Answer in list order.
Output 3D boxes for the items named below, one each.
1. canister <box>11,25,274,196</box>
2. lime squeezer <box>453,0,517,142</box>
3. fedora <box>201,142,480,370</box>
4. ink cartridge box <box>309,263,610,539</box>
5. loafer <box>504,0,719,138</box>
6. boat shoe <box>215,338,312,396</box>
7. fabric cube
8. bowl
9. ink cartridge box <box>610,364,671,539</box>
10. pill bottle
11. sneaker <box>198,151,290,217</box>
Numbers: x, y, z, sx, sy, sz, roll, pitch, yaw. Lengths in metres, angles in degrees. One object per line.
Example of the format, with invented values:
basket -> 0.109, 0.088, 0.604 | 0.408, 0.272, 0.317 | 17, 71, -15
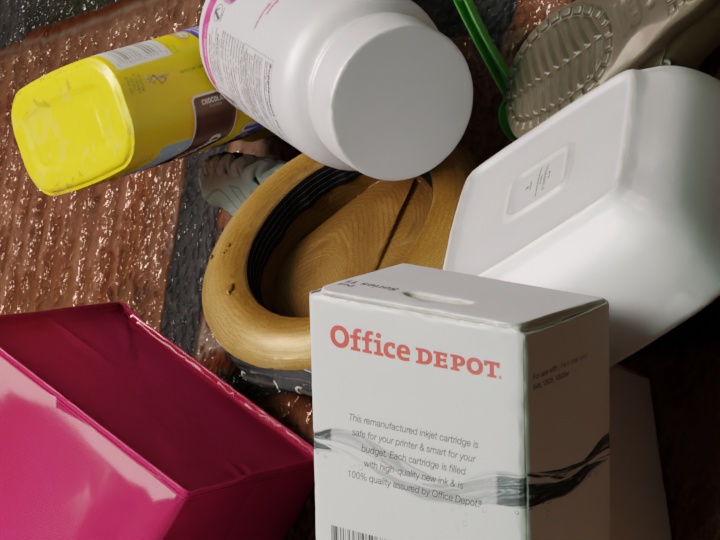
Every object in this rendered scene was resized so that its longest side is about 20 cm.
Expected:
canister -> -0.117, -0.118, 1.878 | 0.148, 0.199, 0.087 | -17, 93, 52
lime squeezer -> 0.095, -0.069, 1.697 | 0.037, 0.071, 0.202 | -9, 83, 25
fedora -> 0.000, 0.000, 1.741 | 0.199, 0.082, 0.201 | -16, 43, 16
ink cartridge box -> 0.053, 0.106, 1.471 | 0.146, 0.083, 0.201 | 11, 109, 38
loafer -> 0.164, -0.130, 1.625 | 0.200, 0.067, 0.076 | -34, 49, 40
boat shoe -> -0.011, 0.056, 1.797 | 0.199, 0.057, 0.069 | 14, 48, 42
fabric cube -> -0.178, 0.159, 1.805 | 0.196, 0.200, 0.200 | 35, 107, 22
bowl -> 0.121, -0.025, 1.549 | 0.199, 0.075, 0.201 | -32, 25, 30
ink cartridge box -> 0.079, 0.152, 1.605 | 0.200, 0.084, 0.147 | -32, 51, 39
pill bottle -> -0.015, -0.127, 1.721 | 0.200, 0.113, 0.114 | 36, 105, 59
sneaker -> -0.050, -0.035, 1.882 | 0.200, 0.075, 0.082 | 13, 95, 56
